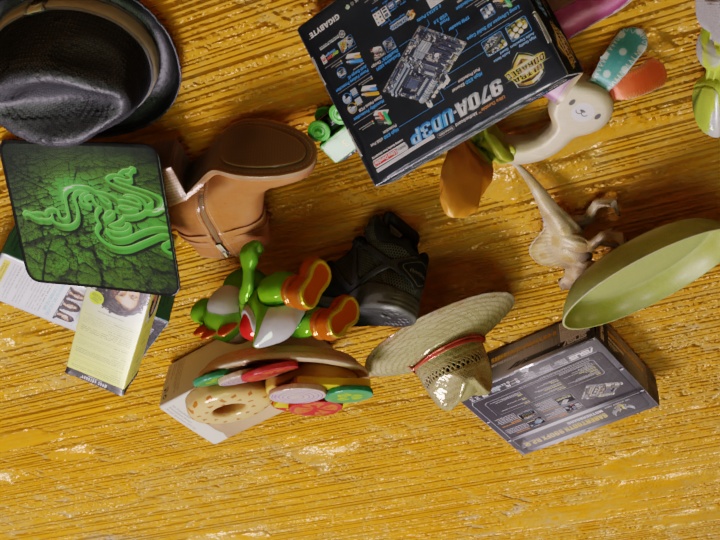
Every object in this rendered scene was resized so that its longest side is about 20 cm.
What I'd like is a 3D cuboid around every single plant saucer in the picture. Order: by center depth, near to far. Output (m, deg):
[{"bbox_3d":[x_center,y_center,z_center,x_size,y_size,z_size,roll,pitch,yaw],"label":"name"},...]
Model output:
[{"bbox_3d":[0.294,0.000,1.028,0.200,0.031,0.200,-21,158,-9],"label":"plant saucer"}]

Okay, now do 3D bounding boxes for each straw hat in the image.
[{"bbox_3d":[0.105,0.109,1.112,0.201,0.085,0.201,-21,159,-8],"label":"straw hat"}]

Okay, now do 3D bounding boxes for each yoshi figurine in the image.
[{"bbox_3d":[-0.095,0.027,1.054,0.200,0.113,0.112,-8,172,40],"label":"yoshi figurine"}]

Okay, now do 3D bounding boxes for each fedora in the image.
[{"bbox_3d":[-0.270,-0.172,0.908,0.200,0.092,0.201,3,137,2],"label":"fedora"}]

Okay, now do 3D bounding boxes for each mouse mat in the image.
[{"bbox_3d":[-0.278,-0.054,1.011,0.200,0.008,0.161,4,114,22],"label":"mouse mat"}]

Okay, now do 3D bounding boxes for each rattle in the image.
[{"bbox_3d":[0.173,-0.132,0.886,0.200,0.143,0.130,-3,118,16],"label":"rattle"}]

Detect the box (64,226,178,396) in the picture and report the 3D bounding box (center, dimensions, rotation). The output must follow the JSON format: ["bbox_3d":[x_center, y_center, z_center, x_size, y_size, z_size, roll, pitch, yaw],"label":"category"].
[{"bbox_3d":[-0.263,0.039,1.086,0.075,0.050,0.200,22,120,0],"label":"box"}]

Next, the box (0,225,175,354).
[{"bbox_3d":[-0.324,0.026,1.150,0.200,0.049,0.082,25,132,-20],"label":"box"}]

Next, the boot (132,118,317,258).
[{"bbox_3d":[-0.116,-0.074,1.013,0.200,0.074,0.155,0,144,21],"label":"boot"}]

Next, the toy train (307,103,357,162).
[{"bbox_3d":[0.030,-0.168,0.919,0.200,0.042,0.056,-33,113,33],"label":"toy train"}]

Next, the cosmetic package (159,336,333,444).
[{"bbox_3d":[-0.142,0.133,1.229,0.200,0.071,0.105,-29,126,30],"label":"cosmetic package"}]

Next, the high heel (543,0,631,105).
[{"bbox_3d":[0.176,-0.241,0.820,0.096,0.067,0.200,30,123,-4],"label":"high heel"}]

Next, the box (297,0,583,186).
[{"bbox_3d":[0.061,-0.186,0.835,0.200,0.046,0.159,-29,87,30],"label":"box"}]

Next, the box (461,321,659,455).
[{"bbox_3d":[0.241,0.143,1.224,0.200,0.048,0.158,-28,128,30],"label":"box"}]

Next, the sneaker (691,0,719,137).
[{"bbox_3d":[0.345,-0.205,0.848,0.105,0.076,0.200,-12,142,0],"label":"sneaker"}]

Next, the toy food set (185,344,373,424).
[{"bbox_3d":[-0.088,0.128,1.088,0.200,0.049,0.198,5,157,-18],"label":"toy food set"}]

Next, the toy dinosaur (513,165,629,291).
[{"bbox_3d":[0.222,-0.037,1.033,0.101,0.058,0.200,-13,133,19],"label":"toy dinosaur"}]

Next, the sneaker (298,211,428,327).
[{"bbox_3d":[0.000,0.000,1.088,0.076,0.114,0.199,34,157,-33],"label":"sneaker"}]
